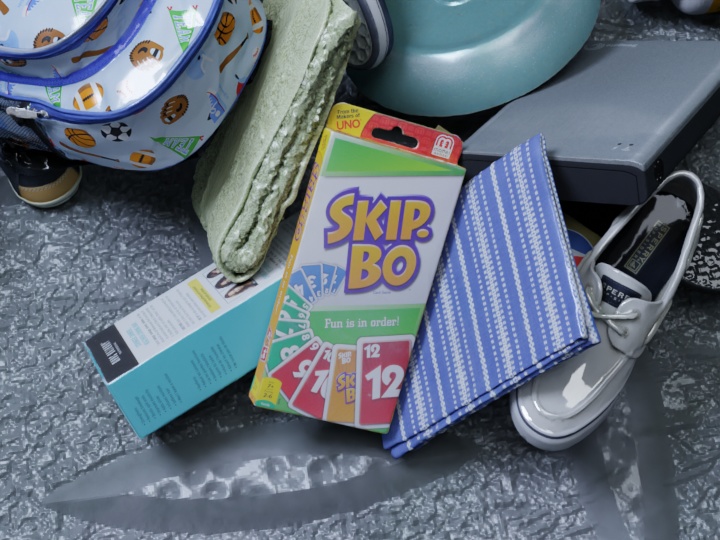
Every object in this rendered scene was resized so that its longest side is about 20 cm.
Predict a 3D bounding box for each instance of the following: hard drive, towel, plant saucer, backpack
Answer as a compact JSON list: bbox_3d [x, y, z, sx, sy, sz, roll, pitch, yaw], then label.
[{"bbox_3d":[0.170,-0.106,0.969,0.139,0.033,0.200,6,32,34],"label":"hard drive"},{"bbox_3d":[0.068,0.022,0.920,0.024,0.200,0.146,9,58,-37],"label":"towel"},{"bbox_3d":[0.075,-0.198,1.042,0.198,0.036,0.201,-11,49,13],"label":"plant saucer"},{"bbox_3d":[-0.063,-0.106,0.950,0.036,0.149,0.201,16,108,-23],"label":"towel"},{"bbox_3d":[-0.163,-0.160,0.918,0.189,0.154,0.201,18,78,21],"label":"backpack"}]

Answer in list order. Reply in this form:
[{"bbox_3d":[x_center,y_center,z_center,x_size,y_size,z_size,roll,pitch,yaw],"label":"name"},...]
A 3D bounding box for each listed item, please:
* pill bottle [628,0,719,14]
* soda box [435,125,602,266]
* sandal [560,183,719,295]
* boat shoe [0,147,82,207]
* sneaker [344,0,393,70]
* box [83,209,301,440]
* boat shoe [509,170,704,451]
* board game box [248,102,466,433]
[{"bbox_3d":[0.294,-0.254,1.064,0.198,0.109,0.110,-10,67,-3],"label":"pill bottle"},{"bbox_3d":[0.112,-0.010,0.985,0.199,0.068,0.064,37,72,15],"label":"soda box"},{"bbox_3d":[0.196,-0.039,1.014,0.199,0.048,0.076,29,71,26],"label":"sandal"},{"bbox_3d":[-0.261,-0.141,1.048,0.074,0.062,0.201,-23,68,-7],"label":"boat shoe"},{"bbox_3d":[0.009,-0.247,1.032,0.145,0.077,0.204,-18,75,-34],"label":"sneaker"},{"bbox_3d":[-0.083,0.029,0.956,0.199,0.049,0.082,-32,26,-10],"label":"box"},{"bbox_3d":[0.161,0.021,0.897,0.072,0.066,0.200,35,72,14],"label":"boat shoe"},{"bbox_3d":[0.000,0.000,0.916,0.095,0.030,0.202,14,96,-17],"label":"board game box"}]
